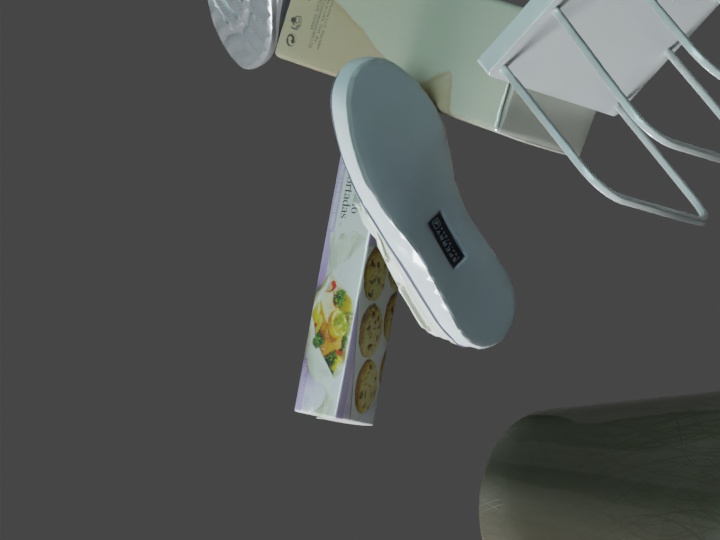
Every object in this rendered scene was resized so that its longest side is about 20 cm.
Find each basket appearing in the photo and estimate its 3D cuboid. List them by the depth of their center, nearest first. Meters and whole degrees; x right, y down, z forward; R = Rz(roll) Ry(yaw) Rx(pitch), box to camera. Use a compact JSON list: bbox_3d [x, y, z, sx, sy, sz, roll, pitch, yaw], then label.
[{"bbox_3d":[0.173,0.135,1.339,0.200,0.136,0.180,-3,35,47],"label":"basket"}]

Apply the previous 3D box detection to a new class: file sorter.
[{"bbox_3d":[0.198,-0.137,1.381,0.200,0.139,0.125,-48,57,22],"label":"file sorter"}]

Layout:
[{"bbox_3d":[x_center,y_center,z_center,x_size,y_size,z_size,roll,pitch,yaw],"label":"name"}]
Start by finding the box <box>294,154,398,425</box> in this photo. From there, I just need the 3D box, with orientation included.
[{"bbox_3d":[0.000,0.000,1.584,0.039,0.041,0.200,7,84,41],"label":"box"}]

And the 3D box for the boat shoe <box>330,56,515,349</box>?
[{"bbox_3d":[0.026,-0.040,1.500,0.071,0.200,0.070,-42,25,-28],"label":"boat shoe"}]

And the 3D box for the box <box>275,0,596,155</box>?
[{"bbox_3d":[0.052,-0.140,1.537,0.200,0.095,0.078,23,96,43],"label":"box"}]

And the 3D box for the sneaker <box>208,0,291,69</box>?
[{"bbox_3d":[-0.031,-0.213,1.641,0.078,0.112,0.200,57,151,15],"label":"sneaker"}]
